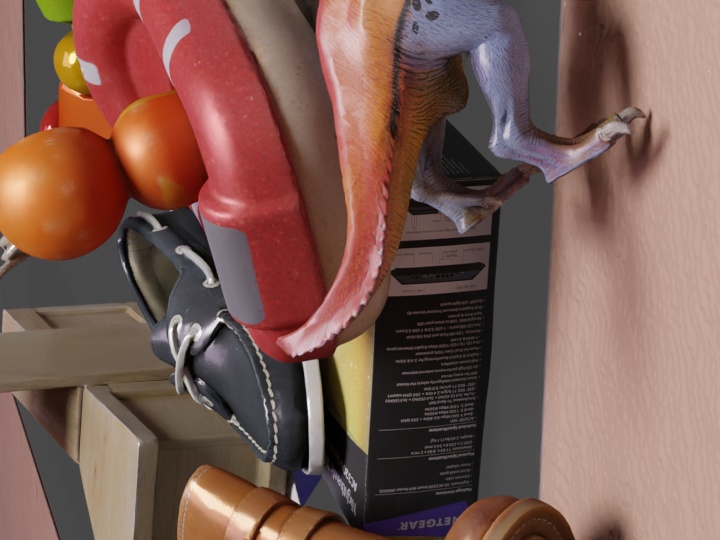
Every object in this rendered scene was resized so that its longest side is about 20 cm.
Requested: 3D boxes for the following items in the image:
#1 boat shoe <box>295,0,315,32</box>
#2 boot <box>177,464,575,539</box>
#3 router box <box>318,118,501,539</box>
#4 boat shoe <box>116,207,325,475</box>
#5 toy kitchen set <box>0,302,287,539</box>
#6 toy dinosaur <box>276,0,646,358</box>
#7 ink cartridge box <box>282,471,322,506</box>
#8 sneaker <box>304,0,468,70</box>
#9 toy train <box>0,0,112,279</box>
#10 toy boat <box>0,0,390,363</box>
[{"bbox_3d":[0.004,-0.173,0.876,0.067,0.057,0.200,-153,66,-65],"label":"boat shoe"},{"bbox_3d":[-0.004,0.116,0.801,0.155,0.074,0.200,38,144,23],"label":"boot"},{"bbox_3d":[0.000,0.000,0.917,0.200,0.052,0.158,-127,36,-62],"label":"router box"},{"bbox_3d":[-0.062,0.030,0.935,0.200,0.060,0.076,-126,35,-62],"label":"boat shoe"},{"bbox_3d":[-0.157,0.128,1.086,0.200,0.163,0.181,34,122,58],"label":"toy kitchen set"},{"bbox_3d":[0.015,-0.106,0.689,0.182,0.200,0.105,55,147,-5],"label":"toy dinosaur"},{"bbox_3d":[-0.070,0.106,1.139,0.198,0.043,0.200,-60,40,46],"label":"ink cartridge box"},{"bbox_3d":[-0.009,-0.142,0.804,0.075,0.088,0.200,-24,-65,-61],"label":"sneaker"},{"bbox_3d":[-0.119,-0.089,0.954,0.085,0.200,0.116,11,132,35],"label":"toy train"},{"bbox_3d":[-0.076,-0.044,0.805,0.200,0.131,0.131,-120,13,-54],"label":"toy boat"}]
